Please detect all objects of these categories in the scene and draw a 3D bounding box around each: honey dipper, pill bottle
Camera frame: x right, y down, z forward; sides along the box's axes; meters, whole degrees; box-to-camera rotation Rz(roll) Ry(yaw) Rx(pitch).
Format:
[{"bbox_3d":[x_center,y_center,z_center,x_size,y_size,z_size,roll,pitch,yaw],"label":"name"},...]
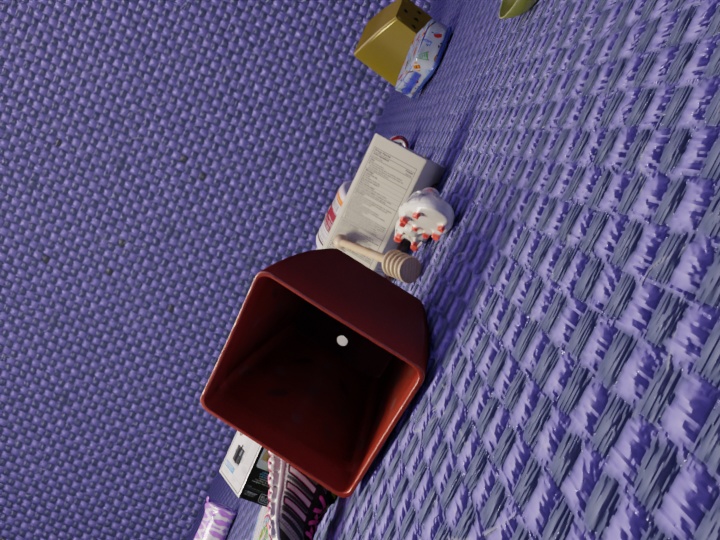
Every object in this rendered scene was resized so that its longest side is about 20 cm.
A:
[{"bbox_3d":[0.015,-0.025,1.211,0.199,0.038,0.038,25,90,55],"label":"honey dipper"},{"bbox_3d":[-0.029,-0.087,1.863,0.114,0.112,0.201,-74,11,-53],"label":"pill bottle"}]

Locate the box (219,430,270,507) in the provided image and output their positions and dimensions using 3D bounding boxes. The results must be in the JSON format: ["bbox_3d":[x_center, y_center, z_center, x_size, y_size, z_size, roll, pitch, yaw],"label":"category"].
[{"bbox_3d":[-0.128,0.230,1.256,0.202,0.060,0.116,-65,24,-3],"label":"box"}]

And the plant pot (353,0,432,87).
[{"bbox_3d":[0.125,-0.719,2.649,0.176,0.199,0.201,-41,21,44],"label":"plant pot"}]

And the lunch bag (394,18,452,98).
[{"bbox_3d":[0.156,-0.527,2.153,0.200,0.075,0.162,135,156,-70],"label":"lunch bag"}]

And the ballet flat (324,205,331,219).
[{"bbox_3d":[-0.084,-0.191,2.889,0.201,0.069,0.070,-73,10,-51],"label":"ballet flat"}]

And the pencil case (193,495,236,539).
[{"bbox_3d":[-0.374,0.657,2.060,0.084,0.085,0.202,136,159,-76],"label":"pencil case"}]

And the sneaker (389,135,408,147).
[{"bbox_3d":[0.046,-0.207,1.878,0.202,0.071,0.113,-63,4,7],"label":"sneaker"}]

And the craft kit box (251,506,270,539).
[{"bbox_3d":[-0.110,0.352,1.232,0.200,0.048,0.199,-81,14,-67],"label":"craft kit box"}]

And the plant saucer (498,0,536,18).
[{"bbox_3d":[0.258,-0.446,1.211,0.200,0.031,0.202,-90,26,-76],"label":"plant saucer"}]

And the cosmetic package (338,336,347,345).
[{"bbox_3d":[-0.039,0.066,1.510,0.201,0.084,0.108,121,172,-50],"label":"cosmetic package"}]

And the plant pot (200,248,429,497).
[{"bbox_3d":[-0.030,0.090,0.968,0.201,0.199,0.176,-61,-5,30],"label":"plant pot"}]

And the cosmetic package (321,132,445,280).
[{"bbox_3d":[0.036,-0.094,1.316,0.087,0.103,0.202,3,-64,-63],"label":"cosmetic package"}]

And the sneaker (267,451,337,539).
[{"bbox_3d":[-0.060,0.271,0.996,0.074,0.086,0.202,80,-177,-54],"label":"sneaker"}]

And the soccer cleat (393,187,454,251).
[{"bbox_3d":[0.085,-0.080,1.129,0.078,0.069,0.200,-63,3,-9],"label":"soccer cleat"}]

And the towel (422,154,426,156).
[{"bbox_3d":[0.056,-0.123,1.570,0.201,0.023,0.144,-56,7,0],"label":"towel"}]
